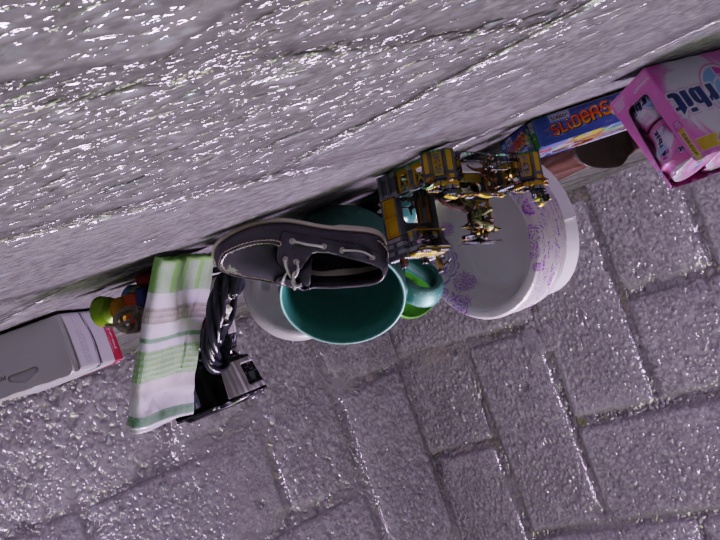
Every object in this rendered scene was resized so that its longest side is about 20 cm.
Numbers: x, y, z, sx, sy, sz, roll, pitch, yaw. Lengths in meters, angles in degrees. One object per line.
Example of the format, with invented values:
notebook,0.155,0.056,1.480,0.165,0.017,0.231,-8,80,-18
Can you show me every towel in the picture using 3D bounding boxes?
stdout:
towel,-0.215,0.081,1.422,0.031,0.201,0.149,12,-173,14

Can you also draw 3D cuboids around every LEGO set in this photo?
LEGO set,0.117,-0.062,1.369,0.199,0.116,0.153,-1,169,-45

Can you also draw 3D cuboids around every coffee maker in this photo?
coffee maker,-0.252,0.119,1.829,0.192,0.201,0.134,-22,176,42

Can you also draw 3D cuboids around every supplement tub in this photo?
supplement tub,-0.086,0.025,1.703,0.144,0.145,0.200,-20,178,-3

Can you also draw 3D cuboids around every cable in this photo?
cable,-0.158,0.045,1.488,0.051,0.164,0.200,8,176,-4

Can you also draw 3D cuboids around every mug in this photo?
mug,-0.010,0.004,1.499,0.152,0.185,0.115,-43,-151,28

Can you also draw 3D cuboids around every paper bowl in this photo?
paper bowl,0.175,-0.046,1.567,0.104,0.201,0.200,-16,176,-43

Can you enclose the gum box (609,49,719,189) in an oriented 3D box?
gum box,0.369,-0.167,1.315,0.199,0.114,0.066,-18,159,-37

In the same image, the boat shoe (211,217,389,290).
boat shoe,-0.065,-0.012,1.363,0.199,0.073,0.063,-1,-142,-8

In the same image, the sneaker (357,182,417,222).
sneaker,0.020,-0.062,1.605,0.080,0.072,0.200,-18,169,-20

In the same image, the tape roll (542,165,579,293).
tape roll,0.206,-0.054,1.687,0.071,0.203,0.202,-18,177,-32

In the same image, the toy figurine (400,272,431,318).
toy figurine,0.021,-0.031,1.843,0.184,0.201,0.150,3,152,43

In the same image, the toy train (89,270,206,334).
toy train,-0.283,0.047,1.487,0.115,0.085,0.200,-6,-174,31

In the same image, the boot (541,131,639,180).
boot,0.309,-0.164,1.822,0.186,0.065,0.200,-15,180,-41

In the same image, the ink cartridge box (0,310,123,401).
ink cartridge box,-0.429,0.116,1.678,0.145,0.084,0.200,-20,177,5

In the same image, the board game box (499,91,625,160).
board game box,0.276,-0.176,1.445,0.199,0.035,0.135,-19,177,-11
